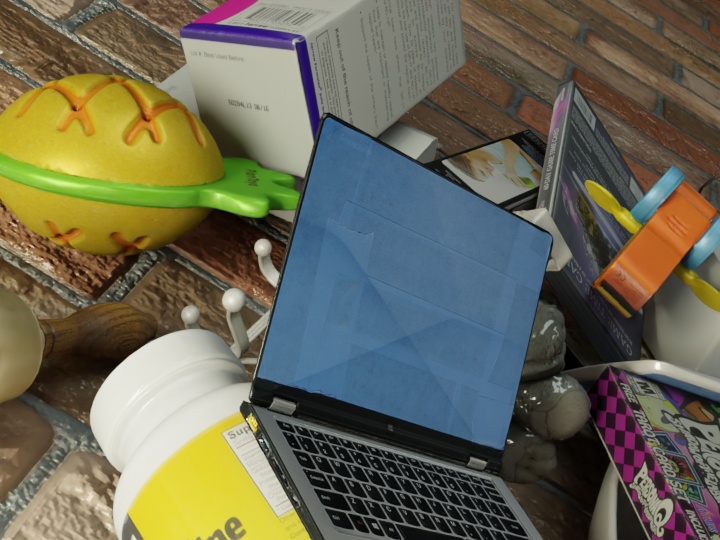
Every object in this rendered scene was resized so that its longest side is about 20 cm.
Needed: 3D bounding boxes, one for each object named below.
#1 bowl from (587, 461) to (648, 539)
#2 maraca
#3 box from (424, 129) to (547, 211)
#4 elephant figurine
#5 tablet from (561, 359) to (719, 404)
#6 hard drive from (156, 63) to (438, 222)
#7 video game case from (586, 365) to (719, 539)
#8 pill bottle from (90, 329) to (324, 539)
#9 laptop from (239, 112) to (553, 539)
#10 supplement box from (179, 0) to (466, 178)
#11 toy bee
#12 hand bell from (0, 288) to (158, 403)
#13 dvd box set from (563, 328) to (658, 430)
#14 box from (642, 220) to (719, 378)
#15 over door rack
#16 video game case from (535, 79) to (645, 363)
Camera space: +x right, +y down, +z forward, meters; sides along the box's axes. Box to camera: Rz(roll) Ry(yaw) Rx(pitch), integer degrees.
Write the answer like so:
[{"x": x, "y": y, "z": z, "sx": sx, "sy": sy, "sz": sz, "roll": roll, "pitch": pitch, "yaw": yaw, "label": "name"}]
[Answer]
[{"x": 0.217, "y": 0.205, "z": 0.784, "sx": 0.198, "sy": 0.075, "sz": 0.200, "roll": 32, "pitch": 29, "yaw": 1, "label": "bowl"}, {"x": -0.134, "y": -0.062, "z": 0.805, "sx": 0.197, "sy": 0.109, "sz": 0.137, "roll": 7, "pitch": 19, "yaw": -11, "label": "maraca"}, {"x": 0.080, "y": -0.032, "z": 0.983, "sx": 0.060, "sy": 0.117, "sz": 0.199, "roll": 42, "pitch": 28, "yaw": 15, "label": "box"}, {"x": 0.064, "y": 0.045, "z": 0.852, "sx": 0.156, "sy": 0.140, "sz": 0.201, "roll": 61, "pitch": 9, "yaw": -27, "label": "elephant figurine"}, {"x": 0.243, "y": 0.094, "z": 0.897, "sx": 0.198, "sy": 0.130, "sz": 0.014, "roll": 19, "pitch": 74, "yaw": -21, "label": "tablet"}, {"x": -0.060, "y": -0.095, "z": 0.951, "sx": 0.198, "sy": 0.027, "sz": 0.132, "roll": 25, "pitch": 43, "yaw": 17, "label": "hard drive"}, {"x": 0.239, "y": 0.154, "z": 0.773, "sx": 0.179, "sy": 0.036, "sz": 0.201, "roll": 20, "pitch": 29, "yaw": -24, "label": "video game case"}, {"x": -0.046, "y": 0.126, "z": 0.607, "sx": 0.111, "sy": 0.113, "sz": 0.200, "roll": -2, "pitch": 42, "yaw": -46, "label": "pill bottle"}, {"x": 0.053, "y": 0.060, "z": 0.590, "sx": 0.186, "sy": 0.116, "sz": 0.201, "roll": 22, "pitch": 24, "yaw": -44, "label": "laptop"}, {"x": -0.019, "y": -0.156, "z": 0.913, "sx": 0.100, "sy": 0.105, "sz": 0.200, "roll": 12, "pitch": 38, "yaw": 33, "label": "supplement box"}, {"x": 0.234, "y": -0.023, "z": 0.969, "sx": 0.198, "sy": 0.109, "sz": 0.132, "roll": -21, "pitch": 72, "yaw": -24, "label": "toy bee"}, {"x": -0.166, "y": 0.037, "z": 0.683, "sx": 0.104, "sy": 0.105, "sz": 0.199, "roll": 42, "pitch": 17, "yaw": 19, "label": "hand bell"}, {"x": 0.247, "y": 0.104, "z": 1.020, "sx": 0.198, "sy": 0.030, "sz": 0.147, "roll": 3, "pitch": 39, "yaw": -41, "label": "dvd box set"}, {"x": 0.331, "y": 0.048, "z": 1.055, "sx": 0.198, "sy": 0.098, "sz": 0.125, "roll": 17, "pitch": 29, "yaw": -25, "label": "box"}, {"x": 0.000, "y": 0.000, "z": 0.748, "sx": 0.199, "sy": 0.067, "sz": 0.148, "roll": 11, "pitch": 46, "yaw": 48, "label": "over door rack"}, {"x": 0.180, "y": -0.033, "z": 0.999, "sx": 0.143, "sy": 0.019, "sz": 0.201, "roll": 51, "pitch": 37, "yaw": -29, "label": "video game case"}]
